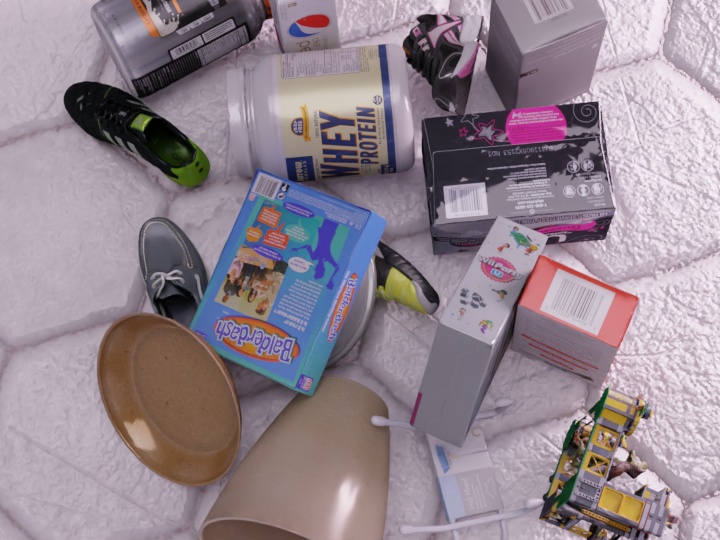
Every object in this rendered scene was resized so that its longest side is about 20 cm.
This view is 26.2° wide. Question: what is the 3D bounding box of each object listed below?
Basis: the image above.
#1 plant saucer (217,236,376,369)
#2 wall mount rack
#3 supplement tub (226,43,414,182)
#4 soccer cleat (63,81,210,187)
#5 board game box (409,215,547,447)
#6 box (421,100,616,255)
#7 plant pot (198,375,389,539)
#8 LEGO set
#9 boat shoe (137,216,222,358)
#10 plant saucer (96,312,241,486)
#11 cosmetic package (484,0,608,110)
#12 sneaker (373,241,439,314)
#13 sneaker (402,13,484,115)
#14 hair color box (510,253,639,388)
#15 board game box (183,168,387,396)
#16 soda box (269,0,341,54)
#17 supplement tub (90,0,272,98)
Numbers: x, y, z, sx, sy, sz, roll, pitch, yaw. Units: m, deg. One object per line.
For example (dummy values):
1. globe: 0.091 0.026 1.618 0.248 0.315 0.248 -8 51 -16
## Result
1. plant saucer: -0.081 0.015 1.683 0.199 0.050 0.201 -3 82 24
2. wall mount rack: 0.094 0.208 1.626 0.173 0.075 0.201 -8 71 -22
3. supplement tub: -0.044 -0.174 1.730 0.199 0.145 0.146 -6 73 1
4. soccer cleat: -0.257 -0.166 1.769 0.200 0.081 0.068 32 76 11
5. board game box: 0.123 0.061 1.606 0.064 0.148 0.200 23 40 10
6. box: 0.172 -0.098 1.715 0.199 0.115 0.133 -6 74 2
7. plant pot: -0.046 0.217 1.605 0.187 0.188 0.201 17 59 7
8. LEGO set: 0.268 0.214 1.579 0.115 0.200 0.154 22 61 1
9. boat shoe: -0.201 0.024 1.717 0.073 0.062 0.201 -18 73 -4
10. plant saucer: -0.195 0.132 1.643 0.200 0.200 0.035 43 39 14
11. cosmetic package: 0.203 -0.250 1.718 0.106 0.200 0.090 -24 71 -3
12. sneaker: 0.000 0.000 1.719 0.200 0.075 0.077 32 84 22
13. sneaker: 0.087 -0.236 1.741 0.086 0.200 0.081 11 115 2
14. hair color box: 0.221 0.056 1.619 0.111 0.200 0.064 24 76 9
15. board game box: -0.080 0.011 1.622 0.152 0.045 0.201 22 86 28
16. soda box: -0.063 -0.286 1.737 0.068 0.200 0.064 -17 73 -3
17. supplement tub: -0.199 -0.295 1.786 0.200 0.123 0.123 -30 74 -8
